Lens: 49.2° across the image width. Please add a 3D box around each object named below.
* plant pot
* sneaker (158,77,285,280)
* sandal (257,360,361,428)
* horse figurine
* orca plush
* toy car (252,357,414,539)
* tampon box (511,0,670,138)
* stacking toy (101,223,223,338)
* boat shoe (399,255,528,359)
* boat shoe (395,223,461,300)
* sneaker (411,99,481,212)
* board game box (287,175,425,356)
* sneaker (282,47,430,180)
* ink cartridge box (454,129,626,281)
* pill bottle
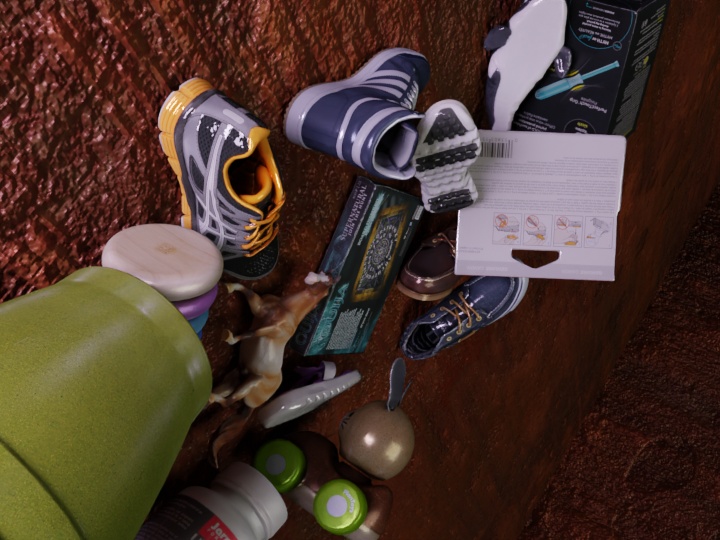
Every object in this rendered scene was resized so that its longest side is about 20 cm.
[{"bbox_3d":[-0.195,0.100,0.479,0.193,0.200,0.201,-50,152,-48],"label":"plant pot"},{"bbox_3d":[-0.095,-0.054,0.618,0.078,0.077,0.200,-51,152,-25],"label":"sneaker"},{"bbox_3d":[-0.053,0.124,0.864,0.082,0.050,0.203,-31,171,13],"label":"sandal"},{"bbox_3d":[-0.103,0.084,0.749,0.133,0.050,0.200,0,113,-60],"label":"horse figurine"},{"bbox_3d":[0.201,-0.255,0.967,0.071,0.105,0.200,-80,171,-52],"label":"orca plush"},{"bbox_3d":[-0.004,0.193,0.901,0.200,0.158,0.164,-56,160,-14],"label":"toy car"},{"bbox_3d":[0.286,-0.268,1.012,0.126,0.150,0.200,-37,143,-40],"label":"tampon box"},{"bbox_3d":[-0.160,0.067,0.612,0.085,0.085,0.200,-29,140,-48],"label":"stacking toy"},{"bbox_3d":[0.138,0.058,1.058,0.091,0.071,0.200,-24,163,-48],"label":"boat shoe"},{"bbox_3d":[0.109,-0.022,1.008,0.200,0.070,0.070,-34,148,-57],"label":"boat shoe"},{"bbox_3d":[0.085,-0.132,0.841,0.200,0.075,0.081,74,7,-71],"label":"sneaker"},{"bbox_3d":[0.000,0.000,0.880,0.135,0.028,0.200,9,107,-61],"label":"board game box"},{"bbox_3d":[0.033,-0.145,0.724,0.200,0.108,0.070,-35,142,-42],"label":"sneaker"},{"bbox_3d":[0.214,-0.080,0.964,0.045,0.200,0.176,-89,-179,-83],"label":"ink cartridge box"},{"bbox_3d":[-0.165,0.278,0.746,0.200,0.111,0.111,-41,145,-37],"label":"pill bottle"}]
